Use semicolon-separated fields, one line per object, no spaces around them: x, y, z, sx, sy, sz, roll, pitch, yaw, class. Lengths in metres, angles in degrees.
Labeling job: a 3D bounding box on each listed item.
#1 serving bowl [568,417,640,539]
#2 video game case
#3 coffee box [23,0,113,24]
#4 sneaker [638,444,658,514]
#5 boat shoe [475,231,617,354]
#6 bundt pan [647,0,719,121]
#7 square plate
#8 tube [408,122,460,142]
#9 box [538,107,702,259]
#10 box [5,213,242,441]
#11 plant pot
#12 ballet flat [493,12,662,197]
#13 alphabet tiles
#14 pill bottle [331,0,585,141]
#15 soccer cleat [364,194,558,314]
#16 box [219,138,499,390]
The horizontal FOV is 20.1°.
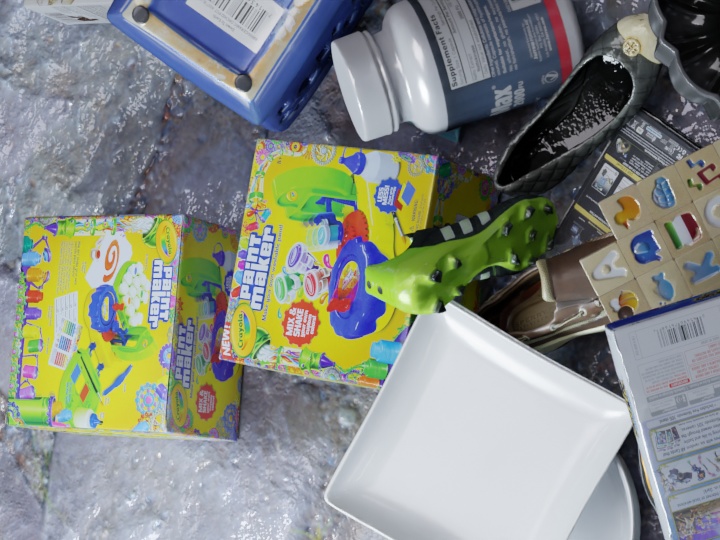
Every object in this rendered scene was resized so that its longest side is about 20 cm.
0.151;0.213;1.711;0.199;0.066;0.202;-5;80;31;serving bowl
0.307;0.101;1.554;0.198;0.045;0.183;-17;95;0;video game case
-0.230;-0.310;2.018;0.198;0.080;0.114;2;83;31;coffee box
0.270;0.198;1.620;0.078;0.077;0.201;-27;88;24;sneaker
0.175;0.016;1.649;0.202;0.074;0.075;-36;55;35;boat shoe
0.321;-0.202;1.630;0.200;0.076;0.204;2;78;-8;bundt pan
0.098;0.151;1.670;0.197;0.028;0.201;29;98;10;square plate
0.086;-0.224;1.836;0.077;0.050;0.202;24;99;36;tube
0.255;-0.023;1.668;0.200;0.049;0.162;41;104;45;box
-0.219;0.056;1.927;0.191;0.122;0.202;0;82;31;box
-0.105;-0.252;1.834;0.199;0.180;0.201;35;101;-1;plant pot
0.186;-0.132;1.695;0.066;0.057;0.200;44;116;11;ballet flat
0.280;-0.010;1.578;0.199;0.006;0.167;-27;98;9;alphabet tiles
0.082;-0.184;1.740;0.198;0.120;0.120;-19;70;-5;pill bottle
0.086;-0.020;1.673;0.081;0.199;0.068;17;121;40;soccer cleat
0.000;0.000;1.797;0.191;0.122;0.202;7;86;33;box
